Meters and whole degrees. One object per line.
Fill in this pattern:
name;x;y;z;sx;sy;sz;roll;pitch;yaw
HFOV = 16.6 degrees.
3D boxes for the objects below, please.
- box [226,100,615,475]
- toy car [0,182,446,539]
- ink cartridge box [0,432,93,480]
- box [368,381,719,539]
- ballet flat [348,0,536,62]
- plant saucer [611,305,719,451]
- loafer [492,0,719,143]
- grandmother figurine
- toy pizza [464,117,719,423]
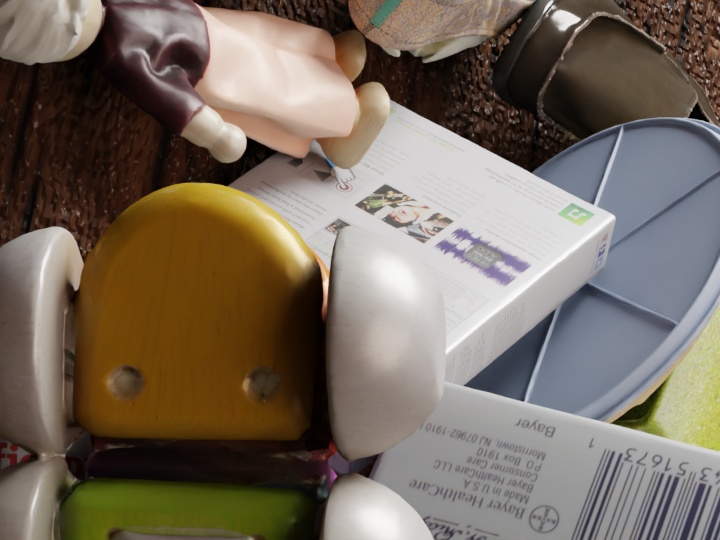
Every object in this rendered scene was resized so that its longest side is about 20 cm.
box;0.000;0.000;1.095;0.200;0.144;0.036;-35;145;-42
toy car;-0.055;0.072;0.919;0.150;0.175;0.200;41;50;-83
ink cartridge box;-0.150;0.149;0.968;0.144;0.085;0.200;8;85;-48
box;0.103;0.152;1.034;0.200;0.184;0.105;68;40;-56
ballet flat;0.036;-0.133;1.181;0.067;0.068;0.200;-50;169;14
plant saucer;0.127;0.034;1.196;0.048;0.200;0.200;39;61;-29
loafer;0.138;-0.092;1.262;0.200;0.071;0.073;15;109;-57
grandmother figurine;-0.079;-0.093;1.062;0.200;0.121;0.061;15;122;-39
toy pizza;0.107;0.011;1.166;0.032;0.200;0.200;43;59;-29
